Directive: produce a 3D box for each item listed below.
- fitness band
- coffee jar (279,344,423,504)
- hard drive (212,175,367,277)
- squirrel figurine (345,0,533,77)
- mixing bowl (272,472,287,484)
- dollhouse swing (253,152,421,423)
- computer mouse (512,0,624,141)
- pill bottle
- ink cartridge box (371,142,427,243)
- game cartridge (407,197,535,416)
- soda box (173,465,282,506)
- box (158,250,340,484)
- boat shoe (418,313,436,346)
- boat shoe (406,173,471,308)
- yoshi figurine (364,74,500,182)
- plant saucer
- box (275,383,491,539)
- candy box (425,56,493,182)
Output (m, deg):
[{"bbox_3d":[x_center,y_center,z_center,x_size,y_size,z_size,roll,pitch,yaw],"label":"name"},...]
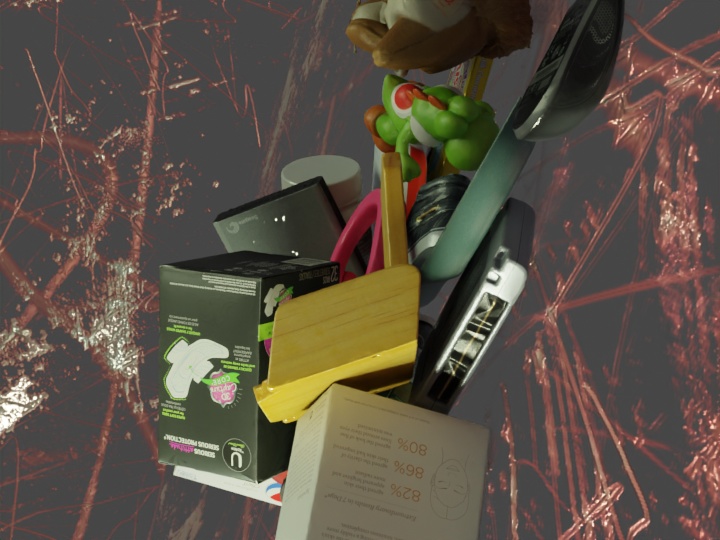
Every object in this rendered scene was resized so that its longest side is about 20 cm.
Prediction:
[{"bbox_3d":[0.000,0.000,1.396,0.144,0.037,0.200,-55,19,41],"label":"fitness band"},{"bbox_3d":[0.000,0.161,1.282,0.104,0.085,0.200,-47,8,51],"label":"coffee jar"},{"bbox_3d":[-0.065,0.001,1.526,0.139,0.200,0.033,-19,21,19],"label":"hard drive"},{"bbox_3d":[0.080,-0.261,1.389,0.187,0.200,0.142,162,108,-75],"label":"squirrel figurine"},{"bbox_3d":[-0.060,0.167,1.460,0.200,0.108,0.201,178,90,-89],"label":"mixing bowl"},{"bbox_3d":[-0.025,0.017,1.166,0.200,0.181,0.176,86,166,-77],"label":"dollhouse swing"},{"bbox_3d":[0.196,-0.189,1.107,0.200,0.053,0.138,-62,10,-5],"label":"computer mouse"},{"bbox_3d":[-0.041,-0.030,1.588,0.114,0.114,0.200,-100,6,-64],"label":"pill bottle"},{"bbox_3d":[0.042,-0.080,1.532,0.200,0.047,0.160,-96,9,-63],"label":"ink cartridge box"},{"bbox_3d":[0.101,0.038,1.185,0.133,0.040,0.200,-77,12,-58],"label":"game cartridge"},{"bbox_3d":[-0.115,0.227,1.552,0.064,0.200,0.068,121,164,-46],"label":"soda box"},{"bbox_3d":[-0.109,0.090,1.305,0.148,0.124,0.200,-12,-73,-59],"label":"box"},{"bbox_3d":[0.034,0.086,1.403,0.200,0.075,0.060,107,177,-75],"label":"boat shoe"},{"bbox_3d":[0.066,-0.026,1.412,0.200,0.071,0.091,-39,37,56],"label":"boat shoe"},{"bbox_3d":[0.084,-0.147,1.388,0.200,0.112,0.113,-154,67,-69],"label":"yoshi figurine"},{"bbox_3d":[0.113,-0.065,1.217,0.200,0.036,0.200,-60,-2,-3],"label":"plant saucer"},{"bbox_3d":[0.013,0.221,1.118,0.106,0.152,0.200,131,153,-60],"label":"box"},{"bbox_3d":[0.112,-0.185,1.506,0.102,0.026,0.200,-154,80,-76],"label":"candy box"}]
